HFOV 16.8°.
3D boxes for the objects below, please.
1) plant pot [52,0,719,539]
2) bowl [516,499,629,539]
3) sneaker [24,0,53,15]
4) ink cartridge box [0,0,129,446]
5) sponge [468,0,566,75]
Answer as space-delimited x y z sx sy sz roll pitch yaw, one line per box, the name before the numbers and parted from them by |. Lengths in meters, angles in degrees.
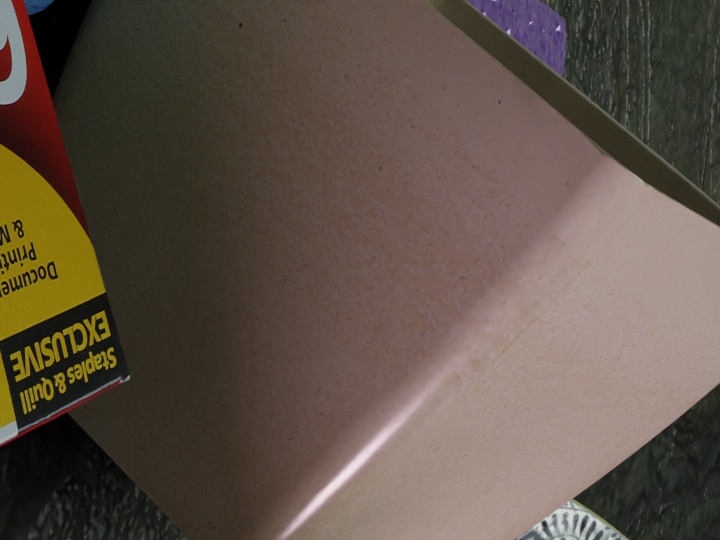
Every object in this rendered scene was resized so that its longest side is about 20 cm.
plant pot | 0.000 0.000 0.807 0.177 0.200 0.200 -53 154 8
bowl | 0.079 0.196 1.097 0.094 0.201 0.201 -46 167 26
sneaker | -0.100 -0.168 0.736 0.105 0.075 0.201 23 82 -75
ink cartridge box | -0.146 0.017 0.596 0.200 0.084 0.176 -29 106 -64
sponge | 0.036 -0.082 1.058 0.200 0.030 0.112 22 76 -62
